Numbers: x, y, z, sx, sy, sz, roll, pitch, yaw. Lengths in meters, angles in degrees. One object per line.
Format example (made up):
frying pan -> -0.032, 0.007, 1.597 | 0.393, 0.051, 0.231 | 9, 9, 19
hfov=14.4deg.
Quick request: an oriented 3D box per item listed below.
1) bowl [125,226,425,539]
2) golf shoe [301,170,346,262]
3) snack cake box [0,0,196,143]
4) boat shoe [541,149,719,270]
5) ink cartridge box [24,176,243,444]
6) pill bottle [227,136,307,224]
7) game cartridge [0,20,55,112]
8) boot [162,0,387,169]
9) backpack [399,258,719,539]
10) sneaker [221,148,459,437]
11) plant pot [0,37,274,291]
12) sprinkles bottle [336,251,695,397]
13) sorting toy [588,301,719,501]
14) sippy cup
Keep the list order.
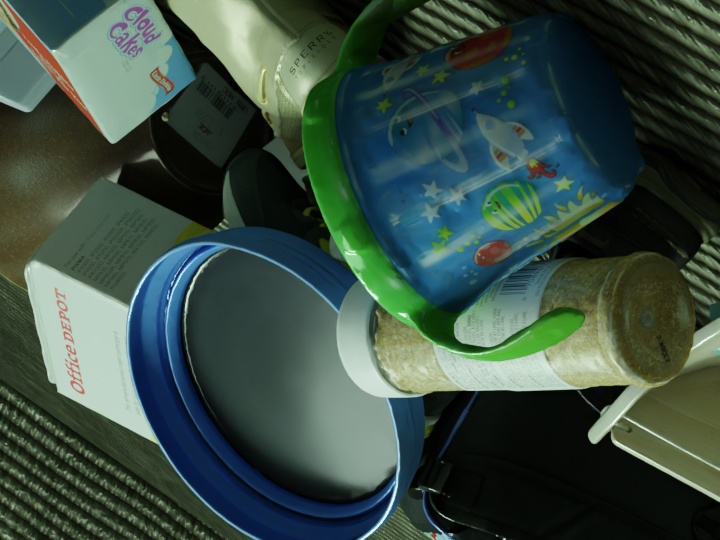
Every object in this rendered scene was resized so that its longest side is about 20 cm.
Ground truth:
bowl -> -0.047, 0.066, 1.636 | 0.200, 0.039, 0.202 | 21, 127, 30
golf shoe -> 0.035, -0.011, 1.582 | 0.200, 0.097, 0.079 | -126, 19, -50
snack cake box -> -0.189, -0.180, 1.634 | 0.200, 0.067, 0.115 | 48, 172, 26
boat shoe -> 0.127, -0.013, 1.519 | 0.074, 0.073, 0.200 | 39, 167, -3
ink cartridge box -> -0.100, 0.048, 1.779 | 0.199, 0.084, 0.146 | 25, 148, 20
pill bottle -> 0.009, 0.004, 1.813 | 0.116, 0.116, 0.200 | 22, 159, 52
game cartridge -> -0.248, -0.200, 1.787 | 0.200, 0.133, 0.040 | 44, 174, -23
boot -> -0.060, -0.138, 1.623 | 0.155, 0.073, 0.200 | 44, 176, 2
backpack -> 0.143, 0.115, 1.688 | 0.199, 0.184, 0.147 | 31, 175, -5
sneaker -> 0.000, 0.000, 1.660 | 0.200, 0.085, 0.074 | 52, -151, 9
plant pot -> -0.147, -0.084, 1.871 | 0.187, 0.187, 0.200 | 44, 152, -21
sprinkles bottle -> 0.076, 0.029, 1.455 | 0.199, 0.068, 0.068 | -4, 138, 47
sorting toy -> 0.241, 0.065, 1.435 | 0.199, 0.107, 0.180 | 29, 156, 2
sippy cup -> 0.061, -0.057, 1.378 | 0.178, 0.130, 0.140 | 60, -155, -13
